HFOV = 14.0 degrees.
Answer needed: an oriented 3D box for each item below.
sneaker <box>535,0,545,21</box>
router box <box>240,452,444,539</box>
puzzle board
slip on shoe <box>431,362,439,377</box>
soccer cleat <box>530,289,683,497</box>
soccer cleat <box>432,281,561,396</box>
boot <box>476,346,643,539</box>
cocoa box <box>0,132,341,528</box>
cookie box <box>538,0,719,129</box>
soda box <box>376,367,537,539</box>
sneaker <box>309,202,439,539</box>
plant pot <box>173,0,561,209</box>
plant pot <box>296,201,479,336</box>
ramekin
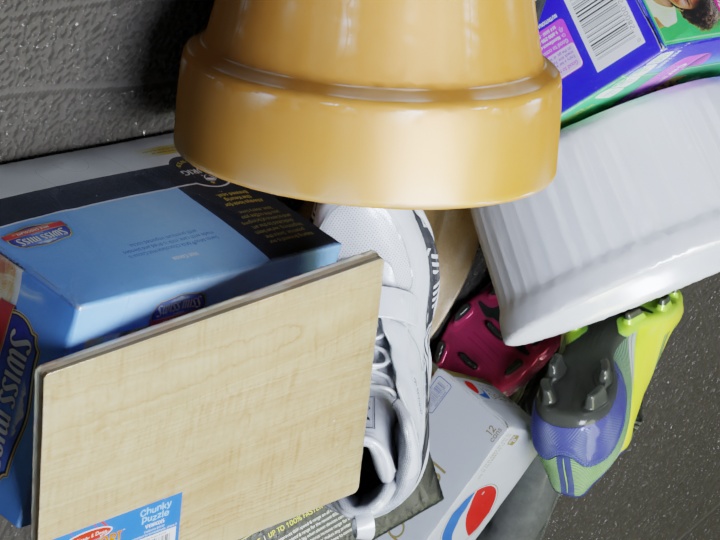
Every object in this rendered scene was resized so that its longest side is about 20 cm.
[{"bbox_3d":[0.050,-0.131,1.651,0.071,0.083,0.200,-2,132,-35],"label":"sneaker"},{"bbox_3d":[-0.062,0.107,1.660,0.200,0.051,0.150,-28,112,-24],"label":"router box"},{"bbox_3d":[-0.078,0.078,1.447,0.199,0.017,0.151,-19,132,-32],"label":"puzzle board"},{"bbox_3d":[0.031,0.144,1.906,0.061,0.074,0.201,-26,137,-22],"label":"slip on shoe"},{"bbox_3d":[0.153,0.068,1.832,0.200,0.064,0.084,-52,145,-54],"label":"soccer cleat"},{"bbox_3d":[0.124,0.017,1.912,0.200,0.070,0.086,-53,155,-3],"label":"soccer cleat"},{"bbox_3d":[0.115,0.143,1.954,0.200,0.072,0.182,-61,-174,22],"label":"boot"},{"bbox_3d":[-0.131,0.026,1.492,0.200,0.131,0.134,-14,130,-49],"label":"cocoa box"},{"bbox_3d":[0.161,-0.132,1.737,0.171,0.075,0.200,-32,168,40],"label":"cookie box"},{"bbox_3d":[0.027,0.159,1.813,0.200,0.064,0.068,-54,154,10],"label":"soda box"},{"bbox_3d":[0.004,0.046,1.581,0.115,0.075,0.201,-71,160,-75],"label":"sneaker"},{"bbox_3d":[0.010,-0.146,1.493,0.200,0.200,0.184,-14,115,-49],"label":"plant pot"},{"bbox_3d":[0.000,0.000,1.760,0.200,0.027,0.201,-36,145,-31],"label":"plant pot"},{"bbox_3d":[0.161,-0.037,1.726,0.200,0.098,0.200,-21,173,-3],"label":"ramekin"}]
